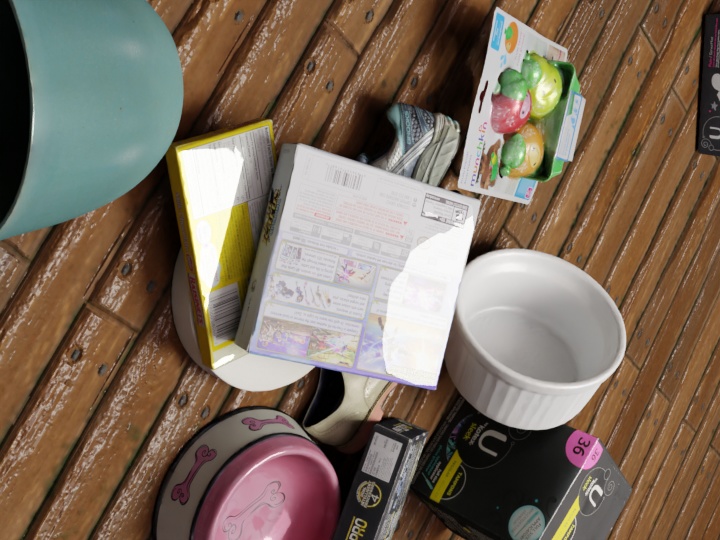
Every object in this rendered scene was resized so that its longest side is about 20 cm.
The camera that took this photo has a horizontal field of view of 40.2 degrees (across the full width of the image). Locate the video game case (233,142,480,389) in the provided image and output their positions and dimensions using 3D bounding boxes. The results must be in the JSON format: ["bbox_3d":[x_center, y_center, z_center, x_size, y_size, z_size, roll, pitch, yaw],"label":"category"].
[{"bbox_3d":[0.000,0.000,0.895,0.197,0.045,0.185,14,89,-27],"label":"video game case"}]

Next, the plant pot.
[{"bbox_3d":[-0.221,-0.127,0.680,0.160,0.198,0.205,-16,114,-53],"label":"plant pot"}]

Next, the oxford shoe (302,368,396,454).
[{"bbox_3d":[0.005,0.091,1.030,0.073,0.070,0.203,27,83,-40],"label":"oxford shoe"}]

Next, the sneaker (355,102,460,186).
[{"bbox_3d":[0.022,-0.077,1.009,0.085,0.078,0.203,24,99,-10],"label":"sneaker"}]

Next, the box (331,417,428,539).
[{"bbox_3d":[0.013,0.262,1.048,0.161,0.048,0.203,25,84,-76],"label":"box"}]

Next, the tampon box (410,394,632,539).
[{"bbox_3d":[0.184,0.253,1.152,0.151,0.198,0.127,-54,131,-17],"label":"tampon box"}]

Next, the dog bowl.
[{"bbox_3d":[-0.102,0.243,0.971,0.198,0.073,0.204,-13,110,-40],"label":"dog bowl"}]

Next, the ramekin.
[{"bbox_3d":[0.188,0.080,1.110,0.199,0.200,0.099,-26,149,-34],"label":"ramekin"}]

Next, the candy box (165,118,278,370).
[{"bbox_3d":[-0.110,-0.024,0.869,0.101,0.026,0.204,-24,117,-39],"label":"candy box"}]

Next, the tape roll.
[{"bbox_3d":[-0.087,0.013,0.944,0.200,0.037,0.207,-14,111,-39],"label":"tape roll"}]

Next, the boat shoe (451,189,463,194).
[{"bbox_3d":[0.070,-0.026,1.027,0.056,0.067,0.202,32,45,-14],"label":"boat shoe"}]

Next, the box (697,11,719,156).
[{"bbox_3d":[0.572,-0.274,1.421,0.131,0.114,0.204,-20,116,-38],"label":"box"}]

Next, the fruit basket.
[{"bbox_3d":[0.176,-0.171,1.078,0.199,0.092,0.189,3,100,-63],"label":"fruit basket"}]
